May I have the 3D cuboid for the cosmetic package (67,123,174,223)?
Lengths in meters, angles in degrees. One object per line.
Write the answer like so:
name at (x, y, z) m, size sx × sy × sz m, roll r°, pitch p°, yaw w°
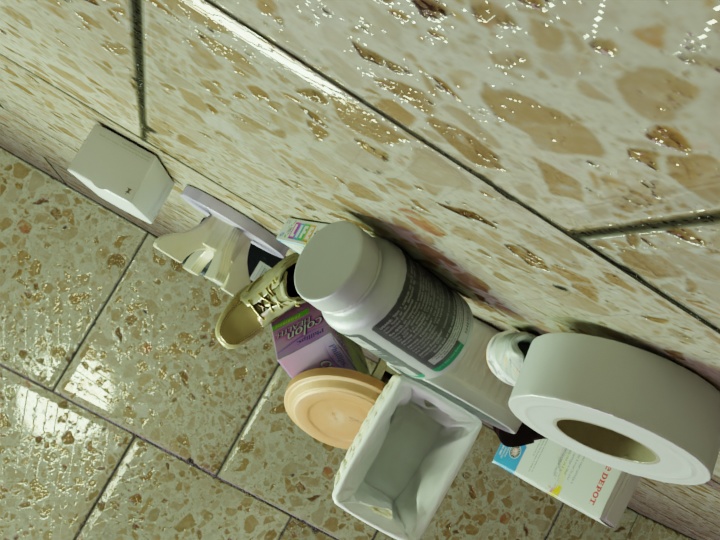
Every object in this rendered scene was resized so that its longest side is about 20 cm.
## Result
cosmetic package at (-0.365, -0.144, 1.303) m, size 0.108 × 0.085 × 0.200 m, roll 29°, pitch 172°, yaw -3°

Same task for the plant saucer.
plant saucer at (-0.024, 0.225, 1.317) m, size 0.200 × 0.032 × 0.200 m, roll 9°, pitch 138°, yaw 8°

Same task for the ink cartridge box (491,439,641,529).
ink cartridge box at (0.359, 0.315, 1.412) m, size 0.200 × 0.147 × 0.145 m, roll 25°, pitch 171°, yaw 34°

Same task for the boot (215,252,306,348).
boot at (-0.135, 0.044, 1.281) m, size 0.073 × 0.200 × 0.155 m, roll 51°, pitch 167°, yaw -9°

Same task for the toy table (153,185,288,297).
toy table at (-0.228, -0.038, 1.374) m, size 0.200 × 0.117 × 0.184 m, roll 32°, pitch 171°, yaw -15°

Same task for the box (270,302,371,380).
box at (-0.069, 0.119, 1.403) m, size 0.176 × 0.097 × 0.200 m, roll 58°, pitch -173°, yaw -37°

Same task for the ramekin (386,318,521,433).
ramekin at (0.145, 0.130, 1.149) m, size 0.200 × 0.105 × 0.200 m, roll 28°, pitch 171°, yaw 5°

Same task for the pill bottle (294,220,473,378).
pill bottle at (0.028, 0.034, 0.928) m, size 0.200 × 0.113 × 0.113 m, roll 36°, pitch 170°, yaw -40°

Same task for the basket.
basket at (0.061, 0.259, 1.192) m, size 0.135 × 0.200 × 0.123 m, roll 30°, pitch 179°, yaw -3°

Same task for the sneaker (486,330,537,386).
sneaker at (0.242, 0.135, 0.969) m, size 0.200 × 0.076 × 0.092 m, roll 28°, pitch 168°, yaw 0°

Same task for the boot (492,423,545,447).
boot at (0.278, 0.202, 1.281) m, size 0.186 × 0.064 × 0.200 m, roll -2°, pitch -169°, yaw 0°

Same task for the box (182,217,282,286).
box at (-0.218, -0.001, 1.616) m, size 0.200 × 0.104 × 0.182 m, roll 34°, pitch 172°, yaw -31°

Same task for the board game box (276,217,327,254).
board game box at (0.000, 0.000, 1.100) m, size 0.200 × 0.034 × 0.134 m, roll 34°, pitch 171°, yaw -28°

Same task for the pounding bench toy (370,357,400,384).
pounding bench toy at (0.112, 0.157, 1.367) m, size 0.156 × 0.124 × 0.200 m, roll 29°, pitch 172°, yaw 3°

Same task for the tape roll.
tape roll at (0.252, 0.138, 0.827) m, size 0.202 × 0.071 × 0.202 m, roll 22°, pitch 162°, yaw 8°
